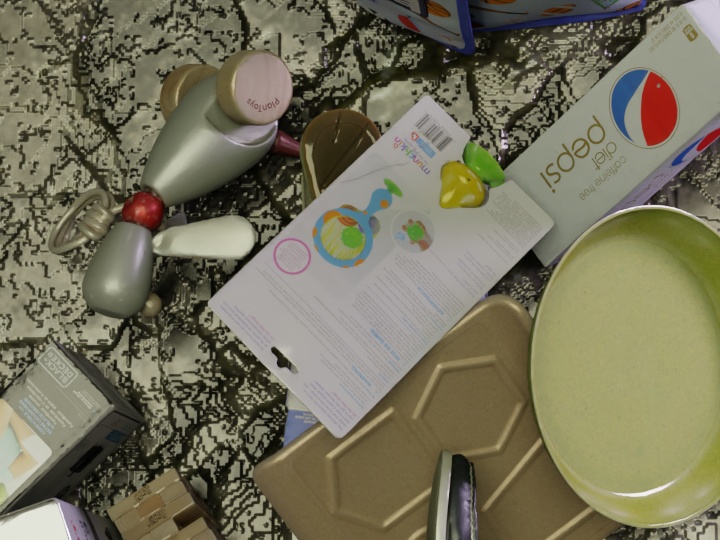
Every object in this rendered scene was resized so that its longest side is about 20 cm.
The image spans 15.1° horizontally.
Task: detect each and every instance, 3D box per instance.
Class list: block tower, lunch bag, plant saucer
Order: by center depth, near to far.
[{"bbox_3d":[0.175,0.060,1.694,0.200,0.031,0.200,2,87,-36],"label":"plant saucer"},{"bbox_3d":[-0.085,0.222,1.713,0.058,0.054,0.200,-33,62,2],"label":"block tower"},{"bbox_3d":[0.078,-0.218,1.732,0.200,0.170,0.124,-6,75,5],"label":"lunch bag"}]

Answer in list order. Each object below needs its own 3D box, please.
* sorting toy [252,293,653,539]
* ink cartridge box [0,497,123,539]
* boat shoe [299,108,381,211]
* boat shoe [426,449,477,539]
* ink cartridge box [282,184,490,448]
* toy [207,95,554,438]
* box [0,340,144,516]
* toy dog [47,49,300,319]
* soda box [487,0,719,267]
[{"bbox_3d":[0.059,0.134,1.709,0.200,0.036,0.185,-35,112,3],"label":"sorting toy"},{"bbox_3d":[-0.182,0.227,1.674,0.084,0.200,0.146,-20,79,2],"label":"ink cartridge box"},{"bbox_3d":[-0.003,0.000,1.730,0.073,0.063,0.201,-12,86,-11],"label":"boat shoe"},{"bbox_3d":[0.073,0.210,1.652,0.066,0.075,0.200,1,79,-1],"label":"boat shoe"},{"bbox_3d":[0.020,0.033,1.763,0.119,0.042,0.200,7,80,8],"label":"ink cartridge box"},{"bbox_3d":[0.011,-0.001,1.676,0.115,0.047,0.200,45,73,1],"label":"toy"},{"bbox_3d":[-0.237,0.140,1.740,0.200,0.117,0.060,-44,81,-3],"label":"box"},{"bbox_3d":[-0.102,-0.050,1.767,0.096,0.132,0.200,37,91,-27],"label":"toy dog"},{"bbox_3d":[0.173,-0.088,1.697,0.068,0.064,0.200,55,130,11],"label":"soda box"}]
